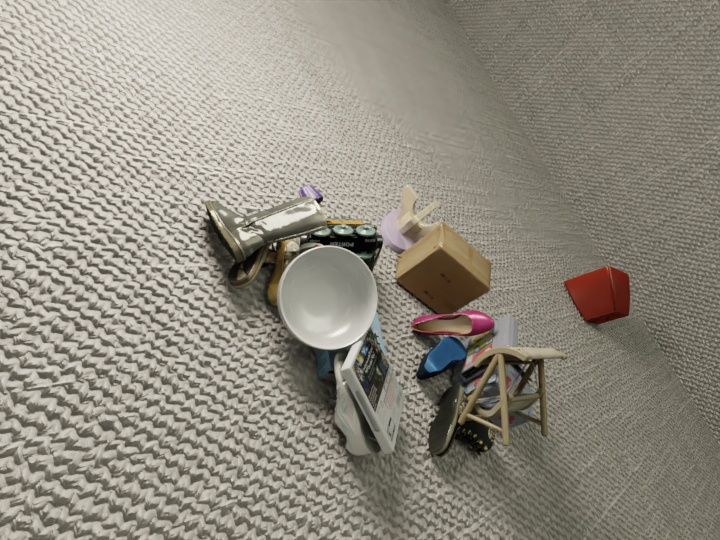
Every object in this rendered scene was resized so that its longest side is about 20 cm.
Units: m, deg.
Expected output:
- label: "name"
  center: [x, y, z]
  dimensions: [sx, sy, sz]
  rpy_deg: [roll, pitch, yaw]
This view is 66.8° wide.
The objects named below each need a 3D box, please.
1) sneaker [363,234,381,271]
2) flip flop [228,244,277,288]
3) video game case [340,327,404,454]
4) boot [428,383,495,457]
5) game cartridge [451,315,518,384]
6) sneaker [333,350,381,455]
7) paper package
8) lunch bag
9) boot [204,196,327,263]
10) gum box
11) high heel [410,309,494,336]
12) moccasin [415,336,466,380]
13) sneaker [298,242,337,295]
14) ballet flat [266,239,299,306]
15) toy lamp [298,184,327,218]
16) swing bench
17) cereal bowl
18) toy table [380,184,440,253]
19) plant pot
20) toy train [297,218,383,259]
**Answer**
- label: "sneaker"
  center: [0.000, 0.000, 1.315]
  dimensions: [0.071, 0.083, 0.201]
  rpy_deg: [29, 60, 8]
- label: "flip flop"
  center: [-0.204, -0.023, 1.110]
  dimensions: [0.058, 0.080, 0.201]
  rpy_deg: [59, 28, -30]
- label: "video game case"
  center: [0.030, 0.222, 1.060]
  dimensions: [0.183, 0.023, 0.200]
  rpy_deg: [64, 17, -11]
- label: "boot"
  center: [0.240, 0.378, 1.257]
  dimensions: [0.154, 0.073, 0.204]
  rpy_deg: [48, 37, -11]
- label: "game cartridge"
  center: [0.312, 0.199, 1.382]
  dimensions: [0.041, 0.200, 0.133]
  rpy_deg: [42, 36, -9]
- label: "sneaker"
  center: [-0.023, 0.256, 1.049]
  dimensions: [0.070, 0.080, 0.202]
  rpy_deg: [3, 64, -45]
- label: "paper package"
  center: [0.220, 0.003, 1.457]
  dimensions: [0.199, 0.190, 0.104]
  rpy_deg: [36, 42, -20]
- label: "lunch bag"
  center: [0.364, 0.282, 1.434]
  dimensions: [0.170, 0.127, 0.201]
  rpy_deg: [46, 32, -16]
- label: "boot"
  center: [-0.191, -0.110, 1.094]
  dimensions: [0.199, 0.073, 0.182]
  rpy_deg: [-30, 62, -18]
- label: "gum box"
  center: [-0.024, 0.144, 1.184]
  dimensions: [0.169, 0.044, 0.202]
  rpy_deg: [18, 48, -38]
- label: "high heel"
  center: [0.227, 0.135, 1.359]
  dimensions: [0.096, 0.198, 0.068]
  rpy_deg: [-12, 103, -57]
- label: "moccasin"
  center: [0.193, 0.215, 1.351]
  dimensions: [0.199, 0.068, 0.081]
  rpy_deg: [-8, 58, -52]
- label: "sneaker"
  center: [-0.058, 0.026, 1.147]
  dimensions: [0.200, 0.077, 0.082]
  rpy_deg: [44, 48, -17]
- label: "ballet flat"
  center: [-0.148, -0.009, 1.158]
  dimensions: [0.069, 0.062, 0.201]
  rpy_deg: [52, 30, -40]
- label: "toy lamp"
  center: [-0.086, -0.120, 1.337]
  dimensions: [0.201, 0.058, 0.058]
  rpy_deg: [57, 35, 5]
- label: "swing bench"
  center: [0.341, 0.260, 1.215]
  dimensions: [0.198, 0.129, 0.202]
  rpy_deg: [10, 93, -45]
- label: "cereal bowl"
  center: [-0.071, 0.054, 1.071]
  dimensions: [0.198, 0.083, 0.203]
  rpy_deg: [2, 86, -22]
- label: "toy table"
  center: [0.153, -0.139, 1.572]
  dimensions: [0.184, 0.117, 0.200]
  rpy_deg: [45, 35, -10]
- label: "plant pot"
  center: [0.990, 0.112, 2.245]
  dimensions: [0.199, 0.199, 0.178]
  rpy_deg: [15, 60, -41]
- label: "toy train"
  center: [-0.049, -0.080, 1.250]
  dimensions: [0.198, 0.086, 0.114]
  rpy_deg: [-1, 30, -14]
